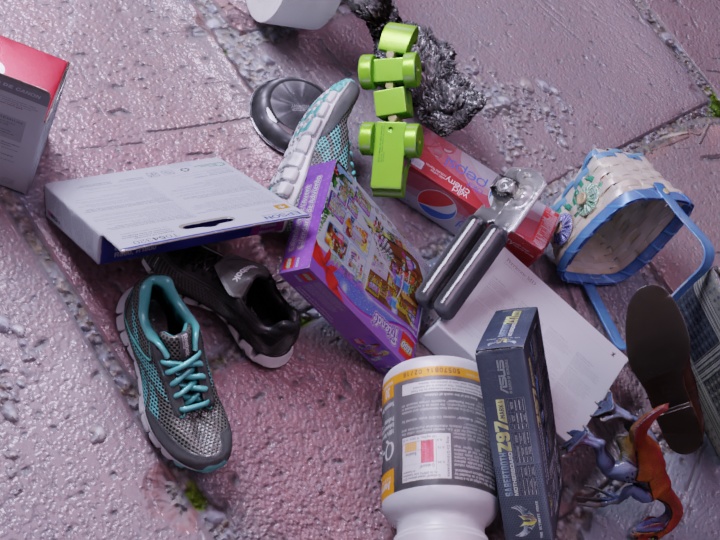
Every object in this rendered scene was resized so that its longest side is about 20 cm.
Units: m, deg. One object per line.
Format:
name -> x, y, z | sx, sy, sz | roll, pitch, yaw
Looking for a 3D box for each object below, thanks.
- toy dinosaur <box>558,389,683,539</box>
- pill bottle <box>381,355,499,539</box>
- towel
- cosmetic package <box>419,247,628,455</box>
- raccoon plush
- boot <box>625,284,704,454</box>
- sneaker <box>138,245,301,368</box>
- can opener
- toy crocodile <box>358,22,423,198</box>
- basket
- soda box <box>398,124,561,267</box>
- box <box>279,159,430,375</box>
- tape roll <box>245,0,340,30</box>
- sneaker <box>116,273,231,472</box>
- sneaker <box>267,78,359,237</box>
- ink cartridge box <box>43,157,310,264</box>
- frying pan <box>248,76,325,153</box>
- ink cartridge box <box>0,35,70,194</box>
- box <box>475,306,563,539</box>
toy dinosaur -> 0.292, 0.221, 1.185 | 0.181, 0.200, 0.105 | 43, 76, -14
pill bottle -> 0.078, 0.194, 1.117 | 0.116, 0.116, 0.200 | 13, 57, -19
towel -> 0.416, 0.112, 1.288 | 0.035, 0.193, 0.200 | -17, 71, -12
cosmetic package -> 0.186, 0.089, 1.270 | 0.200, 0.052, 0.151 | 42, 55, 1
raccoon plush -> 0.057, -0.234, 1.321 | 0.200, 0.097, 0.134 | 27, 20, -36
boot -> 0.334, 0.095, 1.253 | 0.200, 0.064, 0.187 | -28, 107, -74
sneaker -> -0.135, 0.010, 1.134 | 0.200, 0.091, 0.066 | 40, 52, 0
can opener -> 0.138, -0.028, 1.242 | 0.053, 0.067, 0.200 | 28, 76, 33
toy crocodile -> 0.037, -0.179, 1.259 | 0.067, 0.062, 0.200 | -1, 86, 17
basket -> 0.310, -0.030, 1.328 | 0.139, 0.176, 0.200 | -2, 49, -37
soda box -> 0.129, -0.080, 1.326 | 0.200, 0.070, 0.063 | 33, 56, -5
box -> 0.000, 0.000, 1.174 | 0.200, 0.039, 0.137 | 47, 43, -40
tape roll -> -0.074, -0.385, 1.321 | 0.071, 0.202, 0.203 | 2, 62, -24
sneaker -> -0.174, 0.091, 1.058 | 0.078, 0.091, 0.200 | -20, 73, -25
sneaker -> -0.038, -0.115, 1.249 | 0.091, 0.078, 0.200 | 29, 76, -18
ink cartridge box -> -0.182, -0.053, 1.108 | 0.196, 0.043, 0.200 | -12, 29, -31
frying pan -> -0.078, -0.151, 1.295 | 0.115, 0.031, 0.190 | 18, 54, -13
ink cartridge box -> -0.386, -0.180, 1.067 | 0.200, 0.176, 0.084 | 20, 56, -15
box -> 0.160, 0.150, 1.122 | 0.158, 0.051, 0.200 | -44, 125, -72
